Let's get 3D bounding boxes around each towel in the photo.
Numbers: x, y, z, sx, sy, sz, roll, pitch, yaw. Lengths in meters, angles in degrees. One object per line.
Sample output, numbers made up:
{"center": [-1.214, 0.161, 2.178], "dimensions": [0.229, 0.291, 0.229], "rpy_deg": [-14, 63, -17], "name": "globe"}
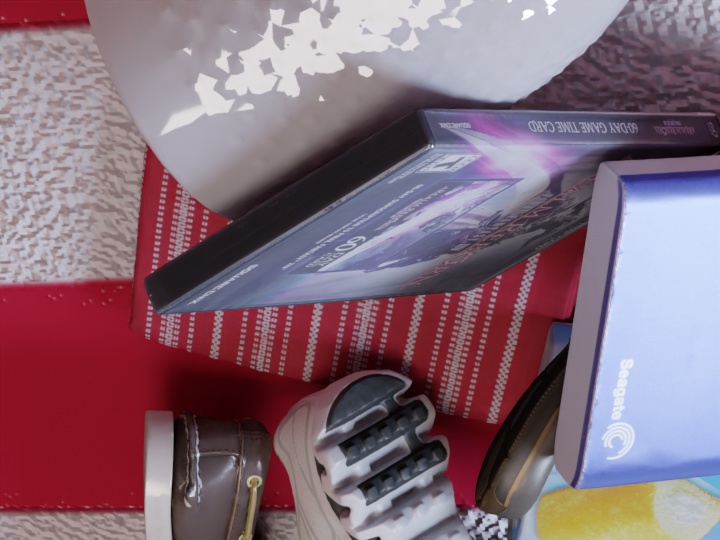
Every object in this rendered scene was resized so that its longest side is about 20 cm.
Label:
{"center": [0.000, 0.000, 1.197], "dimensions": [0.200, 0.023, 0.145], "rpy_deg": [13, 135, 3], "name": "towel"}

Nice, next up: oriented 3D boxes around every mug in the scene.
{"center": [-0.003, -0.135, 0.985], "dimensions": [0.175, 0.148, 0.200], "rpy_deg": [-22, 116, 23], "name": "mug"}

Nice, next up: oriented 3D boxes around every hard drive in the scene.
{"center": [0.179, 0.016, 1.069], "dimensions": [0.200, 0.025, 0.132], "rpy_deg": [-4, 117, -21], "name": "hard drive"}

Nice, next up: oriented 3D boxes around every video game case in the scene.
{"center": [0.033, -0.023, 1.042], "dimensions": [0.143, 0.019, 0.200], "rpy_deg": [-30, 163, 35], "name": "video game case"}

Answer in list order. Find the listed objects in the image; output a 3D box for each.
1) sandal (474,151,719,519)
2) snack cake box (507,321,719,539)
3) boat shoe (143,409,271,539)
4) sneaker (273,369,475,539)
{"center": [0.119, 0.024, 1.096], "dimensions": [0.055, 0.082, 0.200], "rpy_deg": [35, 90, -1], "name": "sandal"}
{"center": [0.170, 0.096, 1.196], "dimensions": [0.200, 0.067, 0.115], "rpy_deg": [8, 135, -1], "name": "snack cake box"}
{"center": [-0.072, 0.136, 1.315], "dimensions": [0.059, 0.072, 0.200], "rpy_deg": [-2, 140, -3], "name": "boat shoe"}
{"center": [0.018, 0.143, 1.234], "dimensions": [0.081, 0.075, 0.200], "rpy_deg": [-16, 94, 56], "name": "sneaker"}
